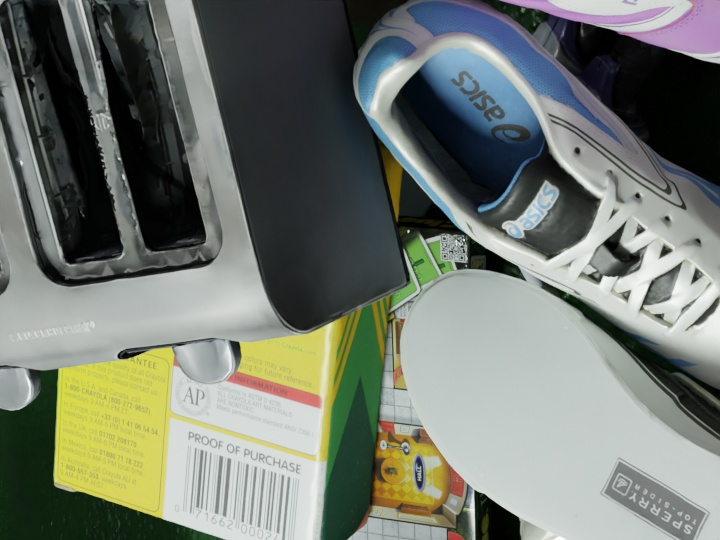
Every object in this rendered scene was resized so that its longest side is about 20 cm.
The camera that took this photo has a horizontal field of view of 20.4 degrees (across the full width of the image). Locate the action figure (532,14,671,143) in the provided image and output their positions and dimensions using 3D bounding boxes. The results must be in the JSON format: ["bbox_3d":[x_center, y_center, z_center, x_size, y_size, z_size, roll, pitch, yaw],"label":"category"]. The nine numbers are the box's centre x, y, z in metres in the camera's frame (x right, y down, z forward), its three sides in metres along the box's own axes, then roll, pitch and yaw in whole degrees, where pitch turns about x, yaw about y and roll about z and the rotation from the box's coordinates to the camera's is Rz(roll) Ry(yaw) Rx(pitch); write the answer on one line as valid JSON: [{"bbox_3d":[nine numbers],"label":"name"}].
[{"bbox_3d":[0.108,-0.112,0.716,0.201,0.069,0.130,-61,40,29],"label":"action figure"}]

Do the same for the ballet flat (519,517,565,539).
[{"bbox_3d":[0.094,0.116,0.730,0.071,0.070,0.201,-52,49,39],"label":"ballet flat"}]

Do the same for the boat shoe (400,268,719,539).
[{"bbox_3d":[0.097,0.069,0.693,0.200,0.064,0.071,38,102,29],"label":"boat shoe"}]

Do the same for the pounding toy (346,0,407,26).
[{"bbox_3d":[-0.040,-0.194,0.857,0.200,0.141,0.185,-54,48,37],"label":"pounding toy"}]

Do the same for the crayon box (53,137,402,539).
[{"bbox_3d":[-0.053,0.003,0.788,0.126,0.051,0.201,15,112,23],"label":"crayon box"}]

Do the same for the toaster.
[{"bbox_3d":[-0.094,-0.060,0.688,0.180,0.119,0.201,-7,103,25],"label":"toaster"}]

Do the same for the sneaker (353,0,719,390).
[{"bbox_3d":[0.079,-0.015,0.674,0.200,0.073,0.072,37,123,-3],"label":"sneaker"}]

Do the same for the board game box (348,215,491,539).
[{"bbox_3d":[0.003,0.075,0.823,0.104,0.023,0.201,5,107,28],"label":"board game box"}]

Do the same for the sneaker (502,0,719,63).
[{"bbox_3d":[0.040,-0.126,0.665,0.200,0.114,0.073,25,105,48],"label":"sneaker"}]

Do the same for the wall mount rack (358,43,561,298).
[{"bbox_3d":[0.000,0.000,0.853,0.174,0.075,0.200,40,120,8],"label":"wall mount rack"}]
